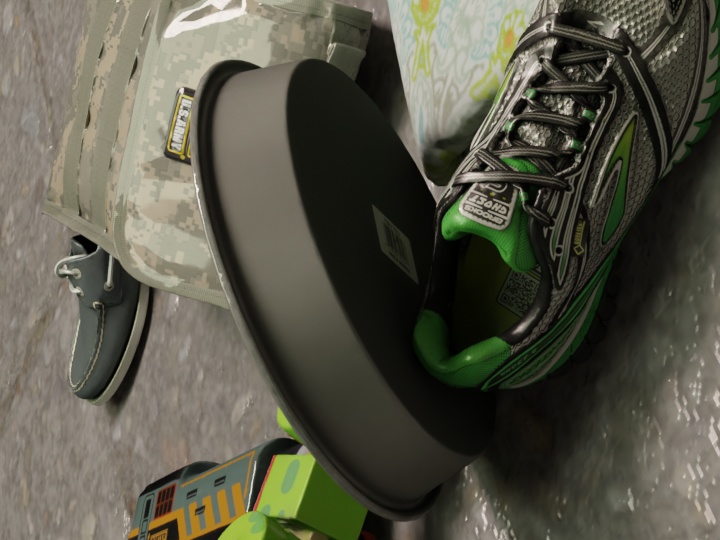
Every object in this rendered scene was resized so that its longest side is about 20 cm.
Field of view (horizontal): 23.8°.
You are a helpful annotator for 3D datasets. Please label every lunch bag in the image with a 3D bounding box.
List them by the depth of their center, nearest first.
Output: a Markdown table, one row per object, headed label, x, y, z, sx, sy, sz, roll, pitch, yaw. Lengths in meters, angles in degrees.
| label | x | y | z | sx | sy | sz | roll | pitch | yaw |
| --- | --- | --- | --- | --- | --- | --- | --- | --- | --- |
| lunch bag | -0.077 | -0.078 | 0.910 | 0.199 | 0.117 | 0.166 | 26 | 105 | 54 |

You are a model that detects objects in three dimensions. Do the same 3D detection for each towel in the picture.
| label | x | y | z | sx | sy | sz | roll | pitch | yaw |
| --- | --- | --- | --- | --- | --- | --- | --- | --- | --- |
| towel | 0.069 | -0.158 | 0.735 | 0.200 | 0.048 | 0.173 | -42 | 46 | 49 |

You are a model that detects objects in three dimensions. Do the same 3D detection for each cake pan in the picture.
| label | x | y | z | sx | sy | sz | roll | pitch | yaw |
| --- | --- | --- | --- | --- | --- | --- | --- | --- | --- |
| cake pan | 0.000 | 0.000 | 0.693 | 0.036 | 0.200 | 0.202 | -24 | 56 | 19 |

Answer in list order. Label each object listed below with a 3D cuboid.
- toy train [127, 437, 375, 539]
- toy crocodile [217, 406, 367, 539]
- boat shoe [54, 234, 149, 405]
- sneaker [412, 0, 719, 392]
| label | x | y | z | sx | sy | sz | roll | pitch | yaw |
| --- | --- | --- | --- | --- | --- | --- | --- | --- | --- |
| toy train | -0.061 | 0.145 | 0.859 | 0.200 | 0.084 | 0.115 | -32 | 46 | 54 |
| toy crocodile | -0.023 | 0.106 | 0.749 | 0.062 | 0.067 | 0.201 | -11 | 48 | 56 |
| boat shoe | -0.170 | -0.012 | 1.108 | 0.073 | 0.061 | 0.202 | 34 | 112 | 58 |
| sneaker | 0.077 | -0.040 | 0.634 | 0.077 | 0.085 | 0.202 | 25 | 111 | 25 |
